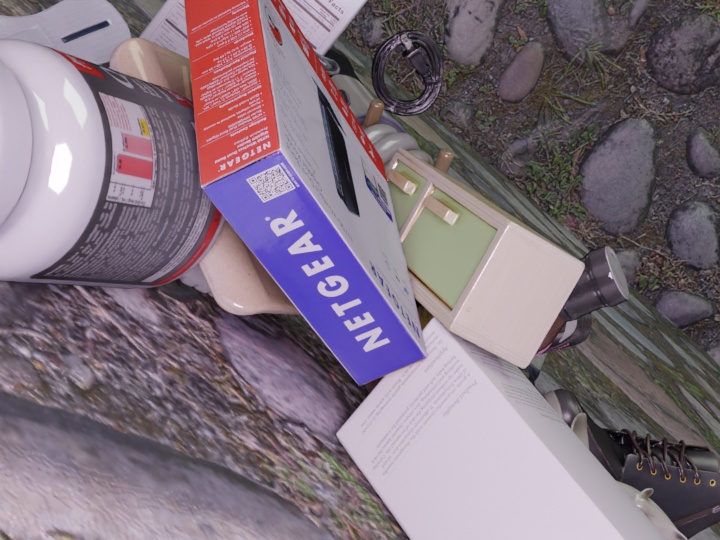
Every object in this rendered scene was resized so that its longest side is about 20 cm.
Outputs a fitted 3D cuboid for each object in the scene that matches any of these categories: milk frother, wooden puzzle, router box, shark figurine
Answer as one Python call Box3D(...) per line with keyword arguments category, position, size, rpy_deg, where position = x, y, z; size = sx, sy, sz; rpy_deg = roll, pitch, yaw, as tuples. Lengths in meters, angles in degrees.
Box3D(category="milk frother", position=(0.018, -0.178, 1.385), size=(0.180, 0.200, 0.189), rpy_deg=(36, 13, -38))
Box3D(category="wooden puzzle", position=(-0.077, -0.048, 0.808), size=(0.187, 0.046, 0.199), rpy_deg=(63, 21, 12))
Box3D(category="router box", position=(-0.033, -0.059, 0.740), size=(0.201, 0.048, 0.181), rpy_deg=(54, 18, -46))
Box3D(category="shark figurine", position=(0.182, 0.196, 0.922), size=(0.213, 0.089, 0.130), rpy_deg=(26, 51, -25))

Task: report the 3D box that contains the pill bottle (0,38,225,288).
Box3D(category="pill bottle", position=(-0.157, -0.051, 0.624), size=(0.116, 0.116, 0.200), rpy_deg=(45, 13, 17))

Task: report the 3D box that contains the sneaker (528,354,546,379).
Box3D(category="sneaker", position=(0.172, 0.063, 1.298), size=(0.077, 0.085, 0.200), rpy_deg=(40, 13, -2))

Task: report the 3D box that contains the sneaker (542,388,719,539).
Box3D(category="sneaker", position=(0.226, 0.149, 1.001), size=(0.201, 0.105, 0.075), rpy_deg=(53, 16, -33))

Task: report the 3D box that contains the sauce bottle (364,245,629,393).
Box3D(category="sauce bottle", position=(0.092, 0.039, 0.876), size=(0.065, 0.198, 0.065), rpy_deg=(46, 30, -37))

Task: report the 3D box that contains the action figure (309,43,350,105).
Box3D(category="action figure", position=(-0.074, -0.102, 1.039), size=(0.101, 0.201, 0.120), rpy_deg=(-4, 62, -20))

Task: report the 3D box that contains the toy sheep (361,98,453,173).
Box3D(category="toy sheep", position=(0.011, -0.085, 1.209), size=(0.200, 0.139, 0.137), rpy_deg=(40, 11, 24))

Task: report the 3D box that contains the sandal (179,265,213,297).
Box3D(category="sandal", position=(-0.100, -0.020, 0.841), size=(0.083, 0.050, 0.202), rpy_deg=(50, 14, 31))

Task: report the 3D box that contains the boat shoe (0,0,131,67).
Box3D(category="boat shoe", position=(-0.222, -0.118, 0.772), size=(0.073, 0.071, 0.200), rpy_deg=(54, 34, 3))

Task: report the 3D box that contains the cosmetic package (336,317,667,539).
Box3D(category="cosmetic package", position=(0.087, 0.138, 0.744), size=(0.084, 0.108, 0.201), rpy_deg=(22, 25, -53))

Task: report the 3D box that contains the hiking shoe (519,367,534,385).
Box3D(category="hiking shoe", position=(0.109, 0.128, 0.967), size=(0.102, 0.075, 0.200), rpy_deg=(60, 17, 6))

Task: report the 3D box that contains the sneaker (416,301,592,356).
Box3D(category="sneaker", position=(0.101, 0.037, 0.991), size=(0.094, 0.080, 0.199), rpy_deg=(-1, 5, -40))

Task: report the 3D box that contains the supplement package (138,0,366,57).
Box3D(category="supplement package", position=(-0.108, -0.246, 1.225), size=(0.150, 0.201, 0.152), rpy_deg=(39, 12, -9))

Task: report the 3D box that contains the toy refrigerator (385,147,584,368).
Box3D(category="toy refrigerator", position=(0.062, -0.016, 0.823), size=(0.069, 0.077, 0.200), rpy_deg=(27, 9, -24))
